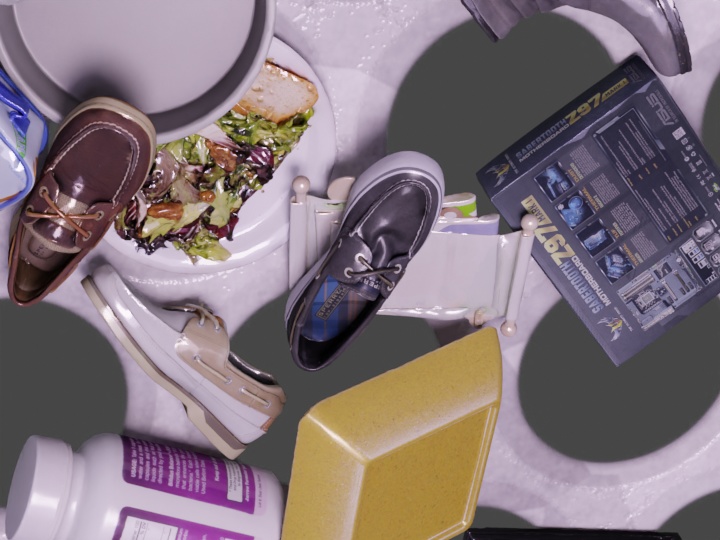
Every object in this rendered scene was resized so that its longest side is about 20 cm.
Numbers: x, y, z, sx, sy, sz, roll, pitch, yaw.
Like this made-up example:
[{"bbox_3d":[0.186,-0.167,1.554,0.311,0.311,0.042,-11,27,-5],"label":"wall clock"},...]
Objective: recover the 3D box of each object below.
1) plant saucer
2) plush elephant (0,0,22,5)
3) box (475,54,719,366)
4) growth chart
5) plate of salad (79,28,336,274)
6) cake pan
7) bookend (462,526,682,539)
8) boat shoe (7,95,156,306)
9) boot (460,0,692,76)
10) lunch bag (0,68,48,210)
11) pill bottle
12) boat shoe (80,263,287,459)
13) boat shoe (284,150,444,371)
[{"bbox_3d":[0.033,0.161,1.500,0.199,0.048,0.201,-22,137,-36],"label":"plant saucer"},{"bbox_3d":[-0.262,-0.257,1.232,0.164,0.201,0.155,26,129,-25],"label":"plush elephant"},{"bbox_3d":[0.207,-0.043,1.506,0.157,0.051,0.200,-37,119,7],"label":"box"},{"bbox_3d":[0.038,-0.012,1.467,0.198,0.018,0.145,8,133,-7],"label":"growth chart"},{"bbox_3d":[-0.113,-0.083,1.412,0.198,0.048,0.202,-6,118,-11],"label":"plate of salad"},{"bbox_3d":[-0.157,-0.187,1.334,0.198,0.037,0.202,-1,108,-2],"label":"cake pan"},{"bbox_3d":[0.194,0.307,1.595,0.198,0.199,0.093,4,118,-14],"label":"bookend"},{"bbox_3d":[-0.202,-0.041,1.352,0.072,0.072,0.200,28,137,-17],"label":"boat shoe"},{"bbox_3d":[0.147,-0.202,1.409,0.131,0.070,0.201,-32,106,6],"label":"boot"},{"bbox_3d":[-0.312,-0.109,1.317,0.160,0.076,0.200,-28,122,22],"label":"lunch bag"},{"bbox_3d":[-0.168,0.189,1.500,0.199,0.112,0.113,16,112,-19],"label":"pill bottle"},{"bbox_3d":[-0.132,0.056,1.469,0.068,0.075,0.200,-39,125,1],"label":"boat shoe"},{"bbox_3d":[0.000,0.000,1.422,0.070,0.067,0.200,25,128,-21],"label":"boat shoe"}]
